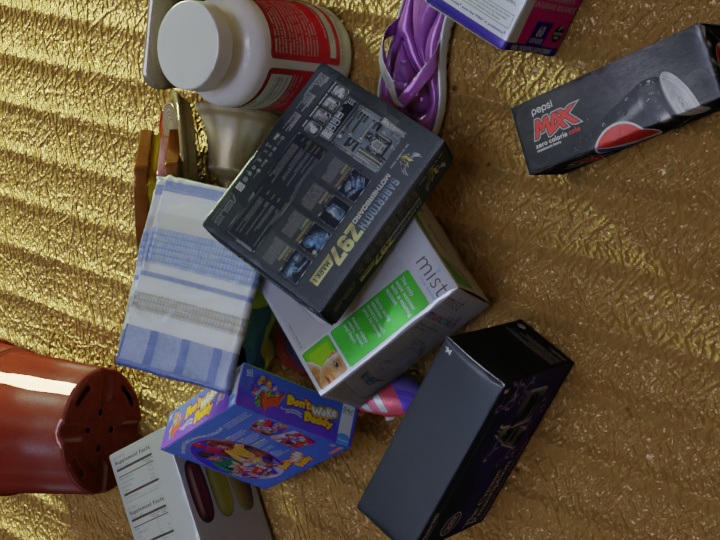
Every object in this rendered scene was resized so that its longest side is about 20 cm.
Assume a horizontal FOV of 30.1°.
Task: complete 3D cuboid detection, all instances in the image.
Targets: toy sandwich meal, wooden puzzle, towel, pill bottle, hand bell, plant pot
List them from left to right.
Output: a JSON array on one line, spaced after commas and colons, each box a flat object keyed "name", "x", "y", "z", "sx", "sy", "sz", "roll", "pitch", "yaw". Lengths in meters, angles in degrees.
[{"name": "plant pot", "x": -0.385, "y": 0.188, "z": 1.626, "sx": 0.193, "sy": 0.200, "sz": 0.204, "roll": 1, "pitch": 94, "yaw": 29}, {"name": "toy sandwich meal", "x": -0.222, "y": -0.101, "z": 1.482, "sx": 0.205, "sy": 0.069, "sz": 0.209, "roll": 177, "pitch": 90, "yaw": -77}, {"name": "towel", "x": -0.165, "y": 0.011, "z": 1.338, "sx": 0.145, "sy": 0.024, "sz": 0.203, "roll": 11, "pitch": 85, "yaw": 25}, {"name": "wooden puzzle", "x": -0.171, "y": -0.287, "z": 1.421, "sx": 0.046, "sy": 0.200, "sz": 0.188, "roll": 9, "pitch": 100, "yaw": 9}, {"name": "hand bell", "x": -0.143, "y": -0.071, "z": 1.438, "sx": 0.103, "sy": 0.104, "sz": 0.203, "roll": 6, "pitch": 87, "yaw": 37}, {"name": "pill bottle", "x": -0.108, "y": -0.222, "z": 1.361, "sx": 0.111, "sy": 0.199, "sz": 0.114, "roll": 3, "pitch": 95, "yaw": 37}]

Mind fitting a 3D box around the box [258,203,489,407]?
[{"name": "box", "x": 0.000, "y": 0.000, "z": 1.327, "sx": 0.176, "sy": 0.096, "sz": 0.201, "roll": -38, "pitch": 65, "yaw": 15}]

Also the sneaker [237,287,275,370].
[{"name": "sneaker", "x": -0.138, "y": 0.088, "z": 1.429, "sx": 0.075, "sy": 0.106, "sz": 0.201, "roll": 20, "pitch": 142, "yaw": 6}]

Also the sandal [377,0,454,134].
[{"name": "sandal", "x": 0.048, "y": -0.214, "z": 1.335, "sx": 0.082, "sy": 0.049, "sz": 0.206, "roll": 17, "pitch": 104, "yaw": 36}]

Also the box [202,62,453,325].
[{"name": "box", "x": -0.031, "y": -0.074, "z": 1.266, "sx": 0.157, "sy": 0.051, "sz": 0.201, "roll": 34, "pitch": 85, "yaw": 24}]

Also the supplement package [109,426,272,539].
[{"name": "supplement package", "x": -0.186, "y": 0.280, "z": 1.514, "sx": 0.109, "sy": 0.113, "sz": 0.203, "roll": -28, "pitch": 77, "yaw": 37}]

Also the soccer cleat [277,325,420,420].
[{"name": "soccer cleat", "x": -0.013, "y": 0.093, "z": 1.393, "sx": 0.198, "sy": 0.066, "sz": 0.078, "roll": 23, "pitch": 122, "yaw": 39}]

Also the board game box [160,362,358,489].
[{"name": "board game box", "x": -0.109, "y": 0.167, "z": 1.398, "sx": 0.200, "sy": 0.133, "sz": 0.045, "roll": -34, "pitch": 38, "yaw": 53}]

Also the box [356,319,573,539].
[{"name": "box", "x": 0.099, "y": 0.156, "z": 1.267, "sx": 0.079, "sy": 0.140, "sz": 0.202, "roll": 39, "pitch": 116, "yaw": 29}]

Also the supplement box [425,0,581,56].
[{"name": "supplement box", "x": 0.160, "y": -0.308, "z": 1.209, "sx": 0.103, "sy": 0.101, "sz": 0.202, "roll": 37, "pitch": 115, "yaw": 29}]

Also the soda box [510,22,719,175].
[{"name": "soda box", "x": 0.236, "y": -0.148, "z": 1.187, "sx": 0.198, "sy": 0.063, "sz": 0.072, "roll": -22, "pitch": 80, "yaw": 37}]
